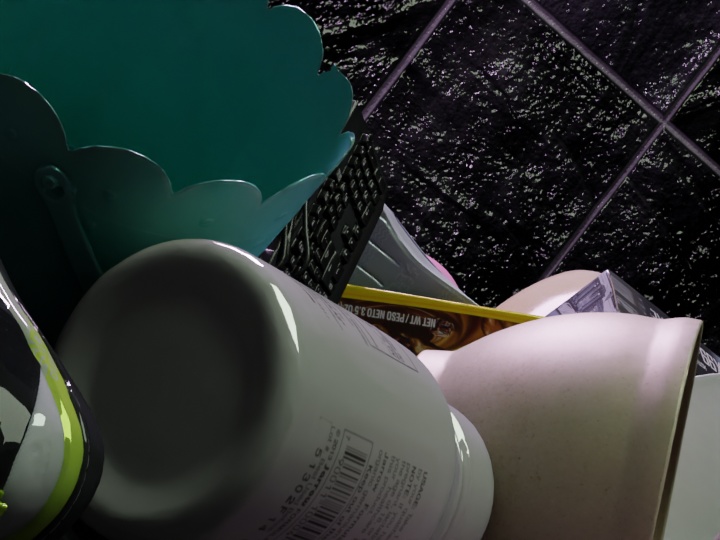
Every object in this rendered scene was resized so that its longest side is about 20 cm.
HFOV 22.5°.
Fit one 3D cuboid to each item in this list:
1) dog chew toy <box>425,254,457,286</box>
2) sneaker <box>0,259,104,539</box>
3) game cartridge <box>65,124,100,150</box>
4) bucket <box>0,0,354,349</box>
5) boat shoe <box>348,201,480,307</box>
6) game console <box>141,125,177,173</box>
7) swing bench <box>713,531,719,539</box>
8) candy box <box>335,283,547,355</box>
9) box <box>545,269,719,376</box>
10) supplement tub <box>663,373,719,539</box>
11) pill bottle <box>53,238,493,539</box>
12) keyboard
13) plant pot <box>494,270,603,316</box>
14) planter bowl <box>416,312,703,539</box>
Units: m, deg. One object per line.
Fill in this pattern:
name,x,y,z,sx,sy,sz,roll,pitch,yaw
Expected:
dog chew toy,0.017,0.036,1.264,0.124,0.125,0.200,36,-5,-25
sneaker,-0.154,0.010,0.575,0.200,0.072,0.083,41,6,33
game cartridge,-0.156,-0.047,0.980,0.134,0.040,0.200,52,-13,-26
bucket,-0.116,-0.058,0.765,0.206,0.135,0.208,26,34,-19
boat shoe,0.000,0.000,1.006,0.200,0.072,0.062,46,-8,-2
game console,-0.087,-0.079,0.978,0.118,0.172,0.200,25,0,-30
swing bench,0.178,0.187,0.633,0.200,0.199,0.130,40,5,22
candy box,0.056,0.069,0.965,0.198,0.103,0.026,9,0,-6
box,0.144,0.108,1.192,0.157,0.200,0.050,36,30,-28
supplement tub,0.202,0.159,1.077,0.144,0.144,0.201,39,-23,19
pill bottle,-0.026,0.070,0.722,0.114,0.115,0.200,41,4,33
keyboard,-0.027,0.001,0.885,0.039,0.201,0.104,2,-41,29
plant pot,0.129,0.111,1.327,0.134,0.202,0.200,-13,40,-37
planter bowl,0.080,0.109,0.869,0.133,0.202,0.200,12,-1,12
